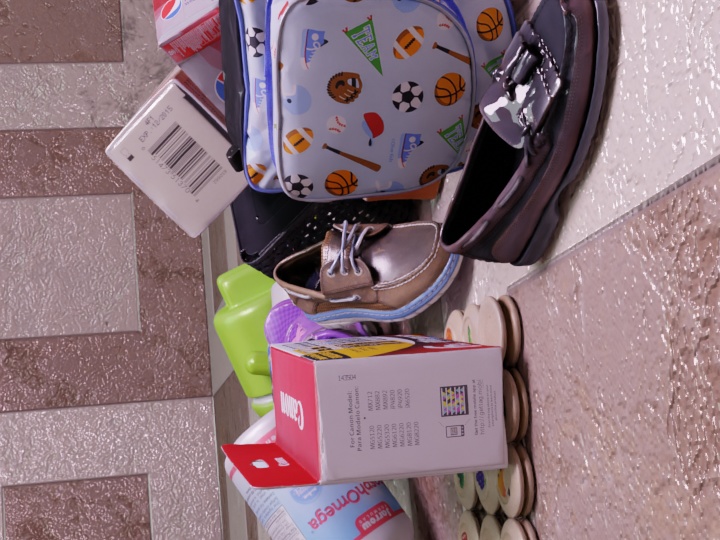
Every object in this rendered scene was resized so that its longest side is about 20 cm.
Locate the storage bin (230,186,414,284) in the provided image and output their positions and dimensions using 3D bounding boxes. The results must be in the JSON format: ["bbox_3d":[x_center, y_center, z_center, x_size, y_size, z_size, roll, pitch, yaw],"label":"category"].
[{"bbox_3d":[-0.045,-0.086,1.131,0.135,0.093,0.201,-43,38,22],"label":"storage bin"}]

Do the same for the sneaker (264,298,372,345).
[{"bbox_3d":[-0.030,0.072,1.095,0.199,0.088,0.081,32,97,45],"label":"sneaker"}]

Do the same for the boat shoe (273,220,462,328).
[{"bbox_3d":[0.000,0.000,0.984,0.199,0.072,0.073,-23,46,48],"label":"boat shoe"}]

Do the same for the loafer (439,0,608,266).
[{"bbox_3d":[0.092,-0.077,0.723,0.202,0.062,0.073,100,162,-46],"label":"loafer"}]

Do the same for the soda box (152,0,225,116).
[{"bbox_3d":[-0.074,-0.146,0.932,0.200,0.063,0.071,47,-157,-48],"label":"soda box"}]

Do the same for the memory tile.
[{"bbox_3d":[0.090,0.124,0.886,0.153,0.017,0.204,152,115,-76],"label":"memory tile"}]

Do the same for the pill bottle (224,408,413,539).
[{"bbox_3d":[-0.023,0.216,1.075,0.201,0.108,0.109,52,155,15],"label":"pill bottle"}]

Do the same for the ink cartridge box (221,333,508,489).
[{"bbox_3d":[-0.008,0.096,0.889,0.200,0.173,0.085,177,89,-77],"label":"ink cartridge box"}]

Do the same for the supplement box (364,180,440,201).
[{"bbox_3d":[0.018,-0.150,1.038,0.069,0.065,0.202,100,162,-44],"label":"supplement box"}]

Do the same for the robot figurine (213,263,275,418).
[{"bbox_3d":[-0.094,0.087,1.415,0.202,0.114,0.175,66,169,-8],"label":"robot figurine"}]

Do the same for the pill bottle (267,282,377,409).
[{"bbox_3d":[-0.033,0.110,1.217,0.114,0.112,0.203,124,141,-69],"label":"pill bottle"}]

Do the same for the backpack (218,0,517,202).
[{"bbox_3d":[0.008,-0.140,0.810,0.155,0.187,0.202,-118,24,-49],"label":"backpack"}]

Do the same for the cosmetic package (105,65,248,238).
[{"bbox_3d":[-0.130,-0.121,1.034,0.087,0.103,0.201,-42,15,17],"label":"cosmetic package"}]
